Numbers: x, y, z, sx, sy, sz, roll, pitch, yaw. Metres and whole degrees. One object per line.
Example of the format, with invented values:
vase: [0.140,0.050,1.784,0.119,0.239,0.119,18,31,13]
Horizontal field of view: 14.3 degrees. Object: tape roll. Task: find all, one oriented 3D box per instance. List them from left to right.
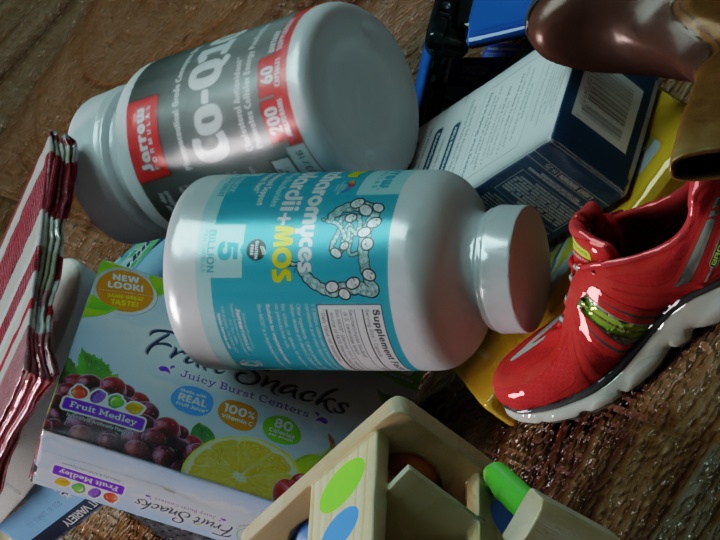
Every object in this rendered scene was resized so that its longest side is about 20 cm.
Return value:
tape roll: [-0.223,0.084,1.816,0.203,0.037,0.203,-46,20,23]

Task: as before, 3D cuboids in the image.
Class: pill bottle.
pill bottle: [-0.074,-0.083,1.718,0.200,0.114,0.114,-15,40,36]
pill bottle: [0.000,0.000,1.581,0.199,0.111,0.111,-1,46,22]

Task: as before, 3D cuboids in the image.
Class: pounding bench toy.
pounding bench toy: [0.046,0.142,1.392,0.200,0.124,0.156,-43,22,26]

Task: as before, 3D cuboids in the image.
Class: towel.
towel: [-0.203,0.032,1.705,0.200,0.023,0.144,-89,22,-43]

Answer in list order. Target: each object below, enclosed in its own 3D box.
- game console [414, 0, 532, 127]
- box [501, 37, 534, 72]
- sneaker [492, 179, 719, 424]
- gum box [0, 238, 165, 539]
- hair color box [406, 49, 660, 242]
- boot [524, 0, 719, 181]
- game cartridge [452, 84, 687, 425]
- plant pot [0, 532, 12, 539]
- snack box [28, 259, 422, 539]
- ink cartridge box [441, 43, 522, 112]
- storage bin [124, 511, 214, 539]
game console: [0.107,-0.170,1.809,0.200,0.118,0.171,-74,-3,-47]
box: [0.095,-0.093,1.791,0.200,0.041,0.039,-53,19,-2]
sneaker: [0.132,0.004,1.485,0.200,0.085,0.077,-39,23,32]
gum box: [-0.146,0.059,1.799,0.170,0.045,0.200,-37,25,38]
hair color box: [0.080,-0.056,1.651,0.200,0.060,0.100,-32,30,47]
boot: [0.172,-0.093,1.476,0.200,0.188,0.069,-77,-12,-56]
game cartridge: [0.116,-0.021,1.641,0.200,0.032,0.176,-51,20,4]
plant pot: [-0.368,0.198,2.175,0.188,0.187,0.200,-61,7,-20]
snack box: [-0.074,0.085,1.643,0.142,0.199,0.053,-76,5,-47]
ink cartridge box: [0.047,-0.075,1.874,0.200,0.042,0.119,-55,20,-9]
storage bin: [-0.084,0.090,1.811,0.200,0.094,0.135,-17,40,59]
